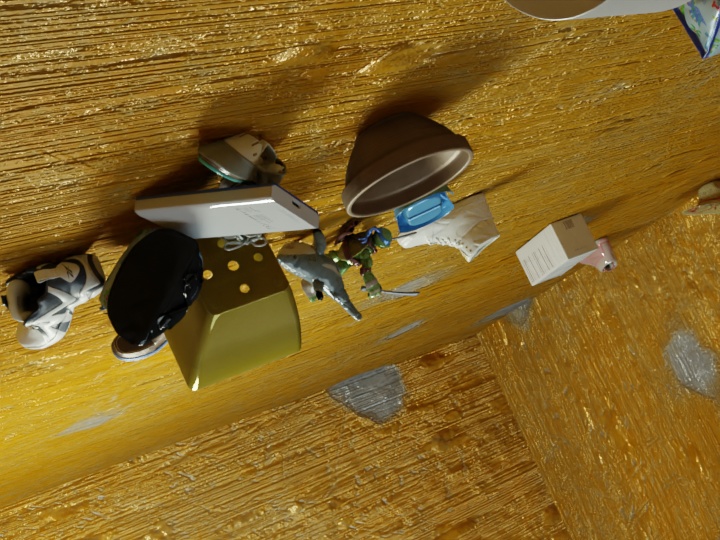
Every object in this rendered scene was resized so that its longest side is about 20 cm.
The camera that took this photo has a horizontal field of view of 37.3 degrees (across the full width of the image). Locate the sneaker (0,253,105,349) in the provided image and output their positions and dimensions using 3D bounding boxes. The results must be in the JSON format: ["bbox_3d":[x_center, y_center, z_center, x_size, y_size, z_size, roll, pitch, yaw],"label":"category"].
[{"bbox_3d":[-0.455,0.049,1.472,0.199,0.080,0.129,-33,164,34],"label":"sneaker"}]

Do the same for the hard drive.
[{"bbox_3d":[-0.171,-0.075,1.380,0.199,0.026,0.132,-4,164,24],"label":"hard drive"}]

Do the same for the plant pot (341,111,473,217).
[{"bbox_3d":[0.053,-0.162,1.527,0.200,0.093,0.201,-24,168,-6],"label":"plant pot"}]

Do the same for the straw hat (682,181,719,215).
[{"bbox_3d":[1.103,-0.233,3.329,0.200,0.086,0.201,-4,171,-1],"label":"straw hat"}]

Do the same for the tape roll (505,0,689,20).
[{"bbox_3d":[0.207,-0.316,0.898,0.139,0.203,0.203,-15,165,-39],"label":"tape roll"}]

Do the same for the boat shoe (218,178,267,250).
[{"bbox_3d":[-0.165,-0.068,1.516,0.074,0.086,0.202,-19,167,-23],"label":"boat shoe"}]

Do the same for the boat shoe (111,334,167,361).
[{"bbox_3d":[-0.354,0.091,1.899,0.200,0.072,0.072,-31,166,-19],"label":"boat shoe"}]

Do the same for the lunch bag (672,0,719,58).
[{"bbox_3d":[0.528,-0.395,1.411,0.169,0.128,0.200,-21,155,-7],"label":"lunch bag"}]

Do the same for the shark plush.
[{"bbox_3d":[-0.077,0.023,1.896,0.091,0.200,0.083,-19,-149,24],"label":"shark plush"}]

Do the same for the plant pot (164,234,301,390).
[{"bbox_3d":[-0.207,0.037,1.670,0.199,0.201,0.177,-19,157,-22],"label":"plant pot"}]

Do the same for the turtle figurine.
[{"bbox_3d":[0.000,0.000,1.989,0.193,0.145,0.200,-22,160,23],"label":"turtle figurine"}]

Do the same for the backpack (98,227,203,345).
[{"bbox_3d":[-0.285,0.020,1.477,0.164,0.153,0.200,-61,169,-3],"label":"backpack"}]

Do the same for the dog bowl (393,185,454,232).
[{"bbox_3d":[0.106,-0.124,1.906,0.111,0.050,0.200,-25,168,1],"label":"dog bowl"}]

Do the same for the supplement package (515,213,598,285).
[{"bbox_3d":[0.532,-0.055,2.903,0.113,0.110,0.200,-18,166,-28],"label":"supplement package"}]

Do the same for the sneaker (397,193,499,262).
[{"bbox_3d":[0.181,-0.064,2.158,0.199,0.116,0.074,-25,170,8],"label":"sneaker"}]

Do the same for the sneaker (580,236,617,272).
[{"bbox_3d":[0.781,-0.032,3.518,0.075,0.105,0.200,-23,169,-15],"label":"sneaker"}]

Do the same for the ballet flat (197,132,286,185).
[{"bbox_3d":[-0.145,-0.141,1.336,0.064,0.067,0.200,-54,165,4],"label":"ballet flat"}]
